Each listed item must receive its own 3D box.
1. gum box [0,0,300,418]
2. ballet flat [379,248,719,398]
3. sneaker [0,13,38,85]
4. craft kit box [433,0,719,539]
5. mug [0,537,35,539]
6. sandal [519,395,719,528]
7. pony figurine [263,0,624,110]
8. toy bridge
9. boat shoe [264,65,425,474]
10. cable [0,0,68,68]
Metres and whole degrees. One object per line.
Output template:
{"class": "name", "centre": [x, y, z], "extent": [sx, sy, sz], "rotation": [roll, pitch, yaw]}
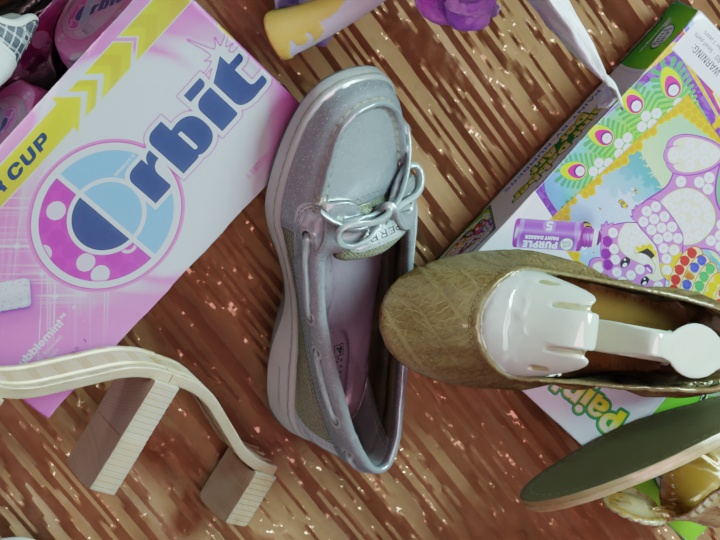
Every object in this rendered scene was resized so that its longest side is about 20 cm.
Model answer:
{"class": "gum box", "centre": [-0.132, -0.039, 0.986], "extent": [0.200, 0.066, 0.113], "rotation": [-47, 125, 1]}
{"class": "ballet flat", "centre": [0.108, 0.030, 1.001], "extent": [0.200, 0.072, 0.068], "rotation": [11, 89, -29]}
{"class": "sneaker", "centre": [-0.223, -0.146, 0.911], "extent": [0.081, 0.076, 0.200], "rotation": [-48, 122, -16]}
{"class": "craft kit box", "centre": [0.162, 0.003, 1.090], "extent": [0.200, 0.049, 0.198], "rotation": [42, 94, -18]}
{"class": "mug", "centre": [-0.202, 0.209, 1.015], "extent": [0.200, 0.148, 0.175], "rotation": [-39, 120, -33]}
{"class": "sandal", "centre": [0.187, 0.094, 1.055], "extent": [0.212, 0.078, 0.070], "rotation": [-27, 102, -10]}
{"class": "pony figurine", "centre": [0.038, -0.167, 0.963], "extent": [0.200, 0.167, 0.193], "rotation": [-19, 138, 18]}
{"class": "toy bridge", "centre": [-0.111, 0.070, 1.000], "extent": [0.200, 0.027, 0.067], "rotation": [23, 104, -46]}
{"class": "boat shoe", "centre": [-0.001, 0.001, 1.010], "extent": [0.074, 0.065, 0.202], "rotation": [-18, 128, -38]}
{"class": "cable", "centre": [-0.194, -0.099, 0.980], "extent": [0.200, 0.050, 0.097], "rotation": [2, 104, -13]}
